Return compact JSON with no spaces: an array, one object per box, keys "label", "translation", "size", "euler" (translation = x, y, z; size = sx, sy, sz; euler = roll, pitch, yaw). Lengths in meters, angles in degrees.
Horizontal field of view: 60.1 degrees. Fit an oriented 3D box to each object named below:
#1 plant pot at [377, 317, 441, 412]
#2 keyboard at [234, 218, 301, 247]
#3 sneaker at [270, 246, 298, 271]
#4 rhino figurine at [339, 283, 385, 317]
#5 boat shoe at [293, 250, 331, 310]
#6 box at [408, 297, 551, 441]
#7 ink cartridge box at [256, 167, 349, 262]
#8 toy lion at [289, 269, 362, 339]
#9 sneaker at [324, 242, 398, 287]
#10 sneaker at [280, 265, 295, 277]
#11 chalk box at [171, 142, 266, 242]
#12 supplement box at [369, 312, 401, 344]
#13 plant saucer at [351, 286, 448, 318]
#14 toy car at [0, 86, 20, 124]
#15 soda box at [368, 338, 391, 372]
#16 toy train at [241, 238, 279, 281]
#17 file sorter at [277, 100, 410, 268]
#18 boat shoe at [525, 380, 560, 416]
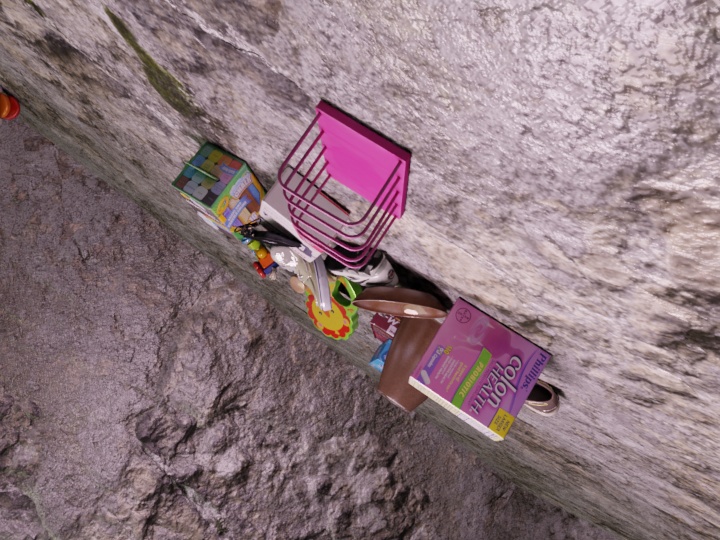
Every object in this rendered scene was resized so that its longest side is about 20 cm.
[{"label":"plant pot","translation":[0.132,0.229,1.487],"size":[0.186,0.201,0.187],"euler":[32,167,9]},{"label":"keyboard","translation":[-0.183,-0.076,1.224],"size":[0.103,0.040,0.200],"euler":[16,176,-23]},{"label":"sneaker","translation":[-0.142,-0.019,1.632],"size":[0.199,0.072,0.073],"euler":[30,-158,-5]},{"label":"rhino figurine","translation":[0.011,0.050,1.463],"size":[0.199,0.060,0.088],"euler":[30,160,32]},{"label":"boat shoe","translation":[-0.108,-0.006,1.321],"size":[0.072,0.061,0.202],"euler":[94,161,-71]},{"label":"box","translation":[0.217,0.185,1.162],"size":[0.199,0.177,0.097],"euler":[33,168,11]},{"label":"ink cartridge box","translation":[-0.116,-0.099,1.196],"size":[0.144,0.085,0.200],"euler":[38,168,-6]},{"label":"toy lion","translation":[-0.063,0.071,1.444],"size":[0.199,0.069,0.193],"euler":[-19,105,48]},{"label":"sneaker","translation":[0.000,0.000,1.284],"size":[0.089,0.074,0.199],"euler":[46,164,-34]},{"label":"sneaker","translation":[-0.147,0.011,1.734],"size":[0.199,0.067,0.091],"euler":[35,171,18]},{"label":"chalk box","translation":[-0.298,-0.175,1.310],"size":[0.124,0.124,0.200],"euler":[30,165,23]},{"label":"supplement box","translation":[0.090,0.168,1.690],"size":[0.108,0.061,0.200],"euler":[31,168,13]},{"label":"plant saucer","translation":[0.081,0.063,1.260],"size":[0.198,0.037,0.200],"euler":[7,169,1]},{"label":"toy car","translation":[-1.451,-0.661,2.506],"size":[0.149,0.177,0.199],"euler":[-1,-171,-33]},{"label":"soda box","translation":[0.076,0.241,1.710],"size":[0.067,0.065,0.200],"euler":[32,167,1]},{"label":"toy train","translation":[-0.279,-0.045,1.775],"size":[0.116,0.084,0.200],"euler":[55,174,-23]},{"label":"file sorter","translation":[-0.025,-0.102,0.861],"size":[0.138,0.126,0.200],"euler":[32,167,10]},{"label":"boat shoe","translation":[0.332,0.248,1.345],"size":[0.199,0.072,0.060],"euler":[22,156,34]}]
